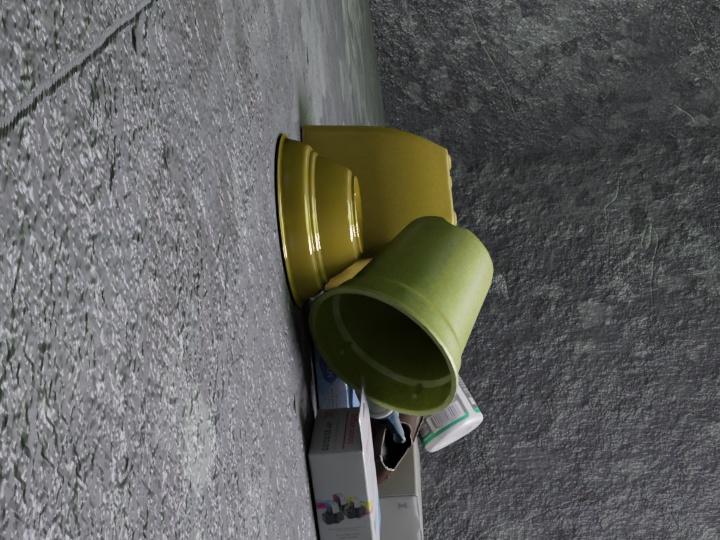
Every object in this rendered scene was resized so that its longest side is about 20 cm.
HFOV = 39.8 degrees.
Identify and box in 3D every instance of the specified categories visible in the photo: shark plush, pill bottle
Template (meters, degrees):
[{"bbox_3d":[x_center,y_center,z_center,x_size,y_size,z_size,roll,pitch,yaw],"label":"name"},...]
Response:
[{"bbox_3d":[0.044,0.163,1.466,0.201,0.082,0.092,-88,157,-61],"label":"shark plush"},{"bbox_3d":[0.112,0.193,1.683,0.201,0.112,0.113,60,-3,17],"label":"pill bottle"}]

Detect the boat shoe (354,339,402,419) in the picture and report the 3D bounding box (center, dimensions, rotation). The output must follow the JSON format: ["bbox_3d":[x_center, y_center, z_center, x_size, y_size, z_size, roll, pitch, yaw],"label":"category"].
[{"bbox_3d":[0.022,0.108,1.315,0.062,0.074,0.202,56,18,-55],"label":"boat shoe"}]

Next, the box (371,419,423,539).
[{"bbox_3d":[0.039,0.324,1.570,0.201,0.108,0.129,-88,172,-54],"label":"box"}]

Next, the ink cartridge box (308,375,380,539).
[{"bbox_3d":[-0.019,0.241,1.188,0.115,0.067,0.202,-83,167,-71],"label":"ink cartridge box"}]

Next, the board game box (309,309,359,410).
[{"bbox_3d":[-0.027,0.143,1.348,0.200,0.043,0.202,-20,106,-85],"label":"board game box"}]

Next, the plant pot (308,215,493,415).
[{"bbox_3d":[0.067,0.039,1.212,0.185,0.199,0.202,-53,148,-36],"label":"plant pot"}]

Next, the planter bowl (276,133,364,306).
[{"bbox_3d":[-0.040,-0.062,1.164,0.200,0.082,0.203,-5,90,-86],"label":"planter bowl"}]

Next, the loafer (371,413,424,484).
[{"bbox_3d":[0.060,0.242,1.491,0.073,0.071,0.201,45,48,-17],"label":"loafer"}]

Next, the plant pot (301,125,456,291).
[{"bbox_3d":[0.033,-0.088,1.395,0.196,0.197,0.197,71,15,-75],"label":"plant pot"}]
